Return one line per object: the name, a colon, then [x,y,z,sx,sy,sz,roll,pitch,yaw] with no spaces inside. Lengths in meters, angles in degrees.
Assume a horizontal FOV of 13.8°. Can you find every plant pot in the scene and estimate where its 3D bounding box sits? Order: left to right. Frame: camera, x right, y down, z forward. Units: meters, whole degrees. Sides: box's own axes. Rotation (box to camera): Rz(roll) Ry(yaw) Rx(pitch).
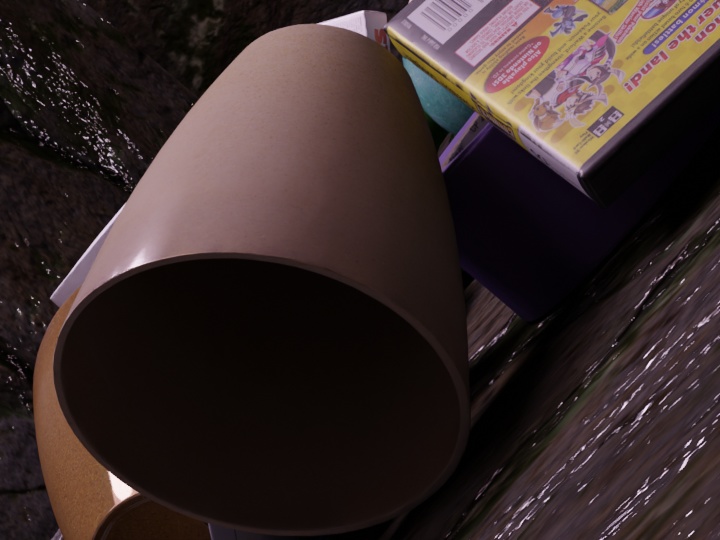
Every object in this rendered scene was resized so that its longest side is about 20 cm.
plant pot: [-0.093,0.111,1.622,0.187,0.186,0.200,-49,16,18]
plant pot: [-0.031,-0.015,1.377,0.187,0.187,0.201,-47,24,43]

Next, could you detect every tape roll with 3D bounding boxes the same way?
tape roll: [0.115,-0.077,1.485,0.200,0.085,0.200,-49,3,4]

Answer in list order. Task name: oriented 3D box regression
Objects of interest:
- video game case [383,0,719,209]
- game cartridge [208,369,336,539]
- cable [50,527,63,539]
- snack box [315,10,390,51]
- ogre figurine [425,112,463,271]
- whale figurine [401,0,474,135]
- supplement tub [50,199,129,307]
video game case: [0.130,-0.137,1.364,0.200,0.026,0.181,-42,39,-5]
game cartridge: [-0.021,0.070,1.508,0.134,0.041,0.200,78,-148,-46]
cable: [-0.157,0.121,1.795,0.200,0.050,0.097,-47,20,19]
snack box: [-0.006,-0.061,1.907,0.072,0.201,0.024,-12,-9,42]
ogre figurine: [0.039,-0.046,1.951,0.120,0.098,0.200,-54,46,18]
whale figurine: [0.099,-0.123,1.923,0.200,0.158,0.104,37,-119,-72]
supplement tub: [-0.093,0.036,1.987,0.145,0.200,0.144,-50,3,4]
